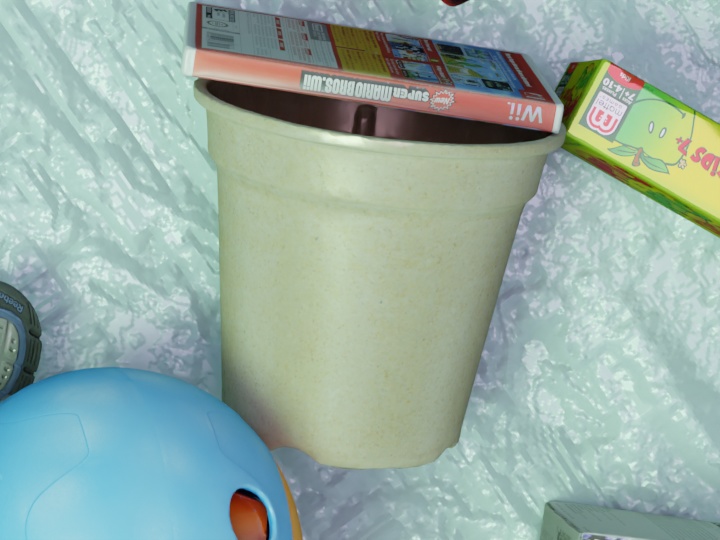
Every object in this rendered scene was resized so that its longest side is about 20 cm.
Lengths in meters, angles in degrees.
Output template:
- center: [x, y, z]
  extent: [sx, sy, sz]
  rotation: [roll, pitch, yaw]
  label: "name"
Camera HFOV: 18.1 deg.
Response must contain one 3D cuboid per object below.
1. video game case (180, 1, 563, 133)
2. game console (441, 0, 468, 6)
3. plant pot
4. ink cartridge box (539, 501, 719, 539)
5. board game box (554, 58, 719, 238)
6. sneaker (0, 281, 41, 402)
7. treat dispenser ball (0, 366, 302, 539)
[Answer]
- center: [0.003, -0.111, 1.223]
  extent: [0.198, 0.143, 0.018]
  rotation: [8, 105, -6]
  label: "video game case"
- center: [0.077, -0.264, 1.234]
  extent: [0.171, 0.119, 0.202]
  rotation: [-23, 96, -3]
  label: "game console"
- center: [0.000, 0.000, 1.220]
  extent: [0.198, 0.201, 0.185]
  rotation: [5, 104, -6]
  label: "plant pot"
- center: [0.205, 0.174, 1.276]
  extent: [0.198, 0.109, 0.051]
  rotation: [9, 93, -6]
  label: "ink cartridge box"
- center: [0.201, -0.049, 1.266]
  extent: [0.199, 0.102, 0.048]
  rotation: [29, 92, -6]
  label: "board game box"
- center: [-0.234, 0.101, 1.243]
  extent: [0.074, 0.087, 0.202]
  rotation: [22, 83, -37]
  label: "sneaker"
- center: [-0.127, 0.151, 1.155]
  extent: [0.199, 0.201, 0.203]
  rotation: [0, 93, -5]
  label: "treat dispenser ball"
